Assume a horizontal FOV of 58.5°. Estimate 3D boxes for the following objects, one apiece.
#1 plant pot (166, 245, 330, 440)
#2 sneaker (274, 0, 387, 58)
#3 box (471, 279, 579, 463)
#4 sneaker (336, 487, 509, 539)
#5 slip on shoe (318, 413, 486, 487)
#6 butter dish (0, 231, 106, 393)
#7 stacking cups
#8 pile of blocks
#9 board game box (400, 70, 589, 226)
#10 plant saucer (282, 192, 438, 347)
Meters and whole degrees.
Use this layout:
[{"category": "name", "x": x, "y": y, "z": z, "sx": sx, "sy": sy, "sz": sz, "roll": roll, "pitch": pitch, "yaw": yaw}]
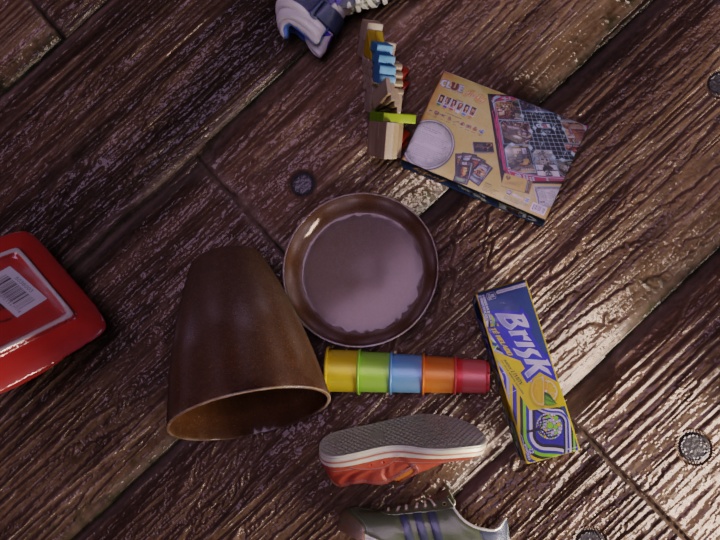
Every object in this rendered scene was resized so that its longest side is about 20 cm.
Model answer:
[{"category": "plant pot", "x": -0.147, "y": 0.079, "z": 0.775, "sx": 0.186, "sy": 0.187, "sz": 0.201, "roll": -17, "pitch": 64, "yaw": 5}, {"category": "sneaker", "x": -0.017, "y": -0.357, "z": 0.876, "sx": 0.199, "sy": 0.081, "sz": 0.147, "roll": 11, "pitch": 93, "yaw": 3}, {"category": "box", "x": 0.191, "y": 0.117, "z": 0.760, "sx": 0.064, "sy": 0.070, "sz": 0.201, "roll": -16, "pitch": 79, "yaw": 3}, {"category": "sneaker", "x": 0.079, "y": 0.296, "z": 0.752, "sx": 0.199, "sy": 0.067, "sz": 0.090, "roll": 18, "pitch": 76, "yaw": 10}, {"category": "slip on shoe", "x": 0.051, "y": 0.219, "z": 0.771, "sx": 0.199, "sy": 0.074, "sz": 0.061, "roll": -9, "pitch": 114, "yaw": 0}, {"category": "butter dish", "x": -0.465, "y": 0.081, "z": 0.829, "sx": 0.200, "sy": 0.148, "sz": 0.199, "roll": 44, "pitch": 48, "yaw": 14}, {"category": "stacking cups", "x": 0.056, "y": 0.121, "z": 0.786, "sx": 0.199, "sy": 0.061, "sz": 0.061, "roll": -1, "pitch": 80, "yaw": 6}, {"category": "pile of blocks", "x": 0.044, "y": -0.238, "z": 0.839, "sx": 0.062, "sy": 0.082, "sz": 0.201, "roll": -2, "pitch": 82, "yaw": -22}, {"category": "board game box", "x": 0.171, "y": -0.159, "z": 0.830, "sx": 0.199, "sy": 0.035, "sz": 0.136, "roll": 25, "pitch": 85, "yaw": 12}, {"category": "plant saucer", "x": 0.000, "y": 0.000, "z": 0.824, "sx": 0.199, "sy": 0.032, "sz": 0.201, "roll": -2, "pitch": 76, "yaw": 7}]
